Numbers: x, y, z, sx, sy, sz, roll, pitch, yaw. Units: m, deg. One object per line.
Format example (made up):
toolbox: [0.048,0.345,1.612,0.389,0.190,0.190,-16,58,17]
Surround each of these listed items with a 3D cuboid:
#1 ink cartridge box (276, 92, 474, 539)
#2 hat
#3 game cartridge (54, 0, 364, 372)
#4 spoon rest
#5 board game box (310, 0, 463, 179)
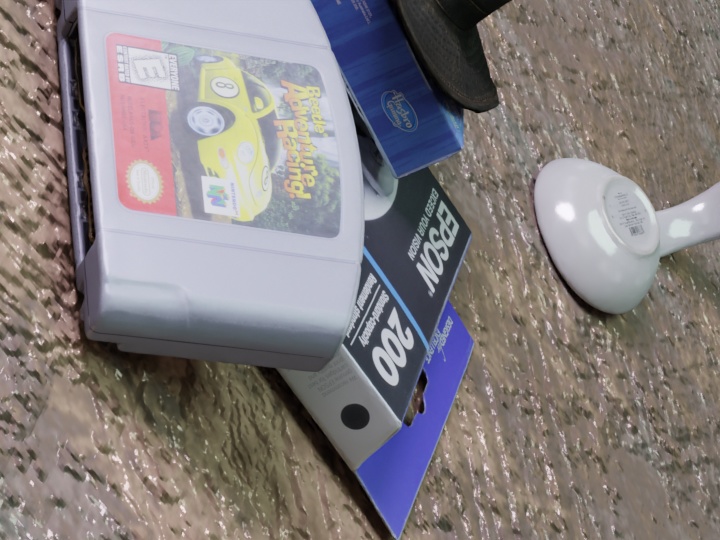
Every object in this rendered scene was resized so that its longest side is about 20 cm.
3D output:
ink cartridge box: [0.000,0.000,1.433,0.200,0.043,0.198,56,27,-18]
hat: [0.053,-0.183,1.444,0.201,0.081,0.201,-22,90,-77]
game cartridge: [-0.065,-0.051,1.302,0.133,0.041,0.201,9,55,-27]
spoon rest: [0.169,-0.026,1.760,0.200,0.061,0.100,-9,73,-49]
board game box: [-0.005,-0.177,1.476,0.199,0.043,0.200,-87,152,-62]
